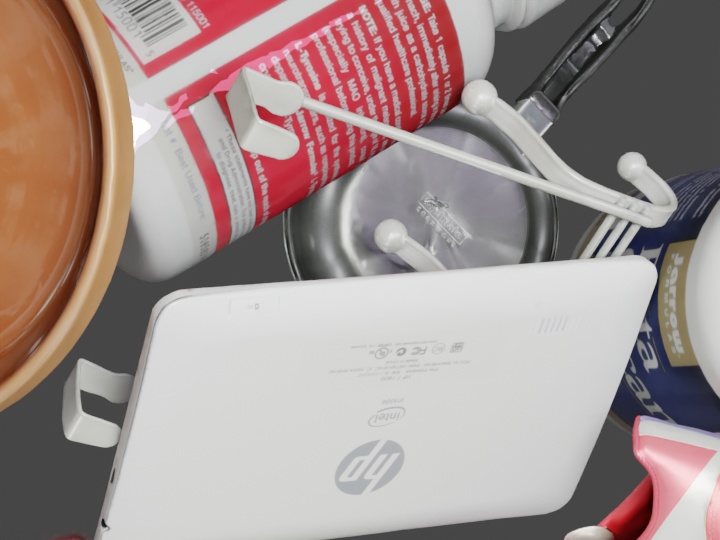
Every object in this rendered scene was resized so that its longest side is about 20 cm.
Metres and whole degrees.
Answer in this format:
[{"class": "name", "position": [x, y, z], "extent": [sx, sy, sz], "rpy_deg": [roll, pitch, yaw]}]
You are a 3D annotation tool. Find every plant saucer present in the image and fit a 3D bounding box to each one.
[{"class": "plant saucer", "position": [-0.166, -0.040, 1.013], "extent": [0.200, 0.032, 0.201], "rpy_deg": [1, 92, 24]}]

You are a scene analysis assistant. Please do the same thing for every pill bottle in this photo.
[{"class": "pill bottle", "position": [0.159, 0.013, 1.080], "extent": [0.111, 0.200, 0.112], "rpy_deg": [1, 86, -17]}, {"class": "pill bottle", "position": [-0.024, -0.090, 1.074], "extent": [0.200, 0.112, 0.113], "rpy_deg": [-31, 96, -17]}]

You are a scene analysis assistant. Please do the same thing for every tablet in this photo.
[{"class": "tablet", "position": [0.006, 0.052, 1.045], "extent": [0.199, 0.014, 0.130], "rpy_deg": [-4, 132, -26]}]

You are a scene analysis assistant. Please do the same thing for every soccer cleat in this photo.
[{"class": "soccer cleat", "position": [0.092, 0.142, 1.091], "extent": [0.076, 0.067, 0.200], "rpy_deg": [28, 116, -7]}]

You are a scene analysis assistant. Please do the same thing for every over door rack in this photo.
[{"class": "over door rack", "position": [0.000, 0.000, 1.051], "extent": [0.199, 0.067, 0.148], "rpy_deg": [10, 123, -36]}]

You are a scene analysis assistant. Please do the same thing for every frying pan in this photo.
[{"class": "frying pan", "position": [0.060, -0.033, 1.143], "extent": [0.189, 0.031, 0.115], "rpy_deg": [-23, 95, -15]}]
